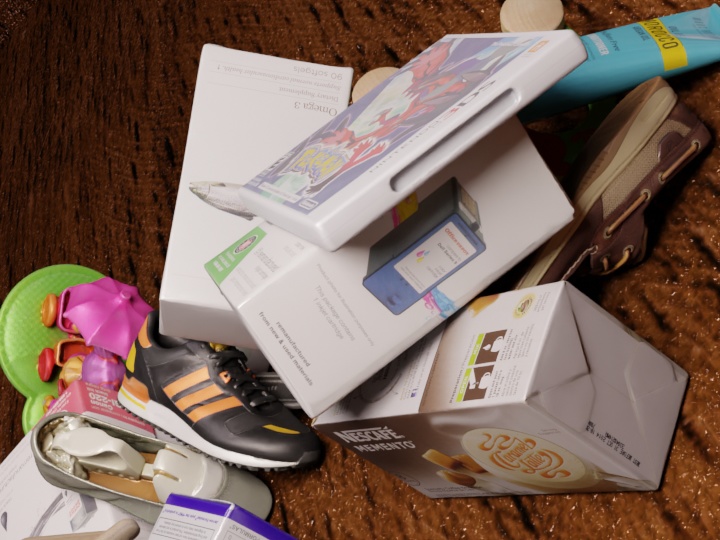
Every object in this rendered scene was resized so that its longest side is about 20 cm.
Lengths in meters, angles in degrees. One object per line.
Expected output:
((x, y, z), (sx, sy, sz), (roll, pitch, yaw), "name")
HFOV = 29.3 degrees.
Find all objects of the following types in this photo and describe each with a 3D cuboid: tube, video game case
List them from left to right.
((0.022, -0.085, 0.828), (0.182, 0.023, 0.200), (-37, 17, -9), "video game case")
((0.162, -0.138, 0.937), (0.199, 0.051, 0.078), (-16, 38, -1), "tube")

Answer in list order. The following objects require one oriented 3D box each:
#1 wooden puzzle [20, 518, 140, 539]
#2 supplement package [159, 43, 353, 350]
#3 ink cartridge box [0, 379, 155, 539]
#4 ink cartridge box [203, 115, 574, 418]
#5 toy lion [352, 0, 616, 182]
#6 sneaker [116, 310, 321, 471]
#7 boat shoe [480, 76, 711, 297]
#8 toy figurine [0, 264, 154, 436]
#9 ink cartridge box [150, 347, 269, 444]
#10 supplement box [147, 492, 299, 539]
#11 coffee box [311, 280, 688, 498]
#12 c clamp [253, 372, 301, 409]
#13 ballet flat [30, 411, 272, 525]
((-0.271, 0.258, 1.018), (0.200, 0.046, 0.185), (-22, 9, 47), "wooden puzzle")
((-0.079, -0.049, 1.036), (0.117, 0.116, 0.201), (116, 162, -73), "supplement package")
((-0.234, 0.217, 1.173), (0.146, 0.085, 0.200), (-47, 44, 18), "ink cartridge box")
((0.013, -0.018, 0.852), (0.200, 0.088, 0.145), (-35, 17, -5), "ink cartridge box")
((0.098, -0.082, 0.976), (0.199, 0.069, 0.192), (-30, 61, -6), "toy lion")
((-0.111, 0.091, 1.085), (0.200, 0.070, 0.090), (18, 101, 35), "sneaker")
((0.153, -0.028, 0.873), (0.200, 0.072, 0.072), (-52, 11, -14), "boat shoe")
((-0.263, 0.083, 1.333), (0.184, 0.150, 0.201), (-15, 69, 63), "toy figurine")
((-0.161, 0.157, 1.207), (0.161, 0.050, 0.201), (-23, 39, 46), "ink cartridge box")
((-0.115, 0.269, 0.951), (0.103, 0.101, 0.201), (-6, 54, 56), "supplement box")
((0.079, 0.078, 0.833), (0.200, 0.114, 0.080), (-13, 48, 52), "coffee box")
((-0.059, 0.040, 1.146), (0.199, 0.027, 0.172), (-9, 58, 31), "c clamp")
((-0.167, 0.158, 1.073), (0.199, 0.064, 0.068), (12, 56, 13), "ballet flat")
